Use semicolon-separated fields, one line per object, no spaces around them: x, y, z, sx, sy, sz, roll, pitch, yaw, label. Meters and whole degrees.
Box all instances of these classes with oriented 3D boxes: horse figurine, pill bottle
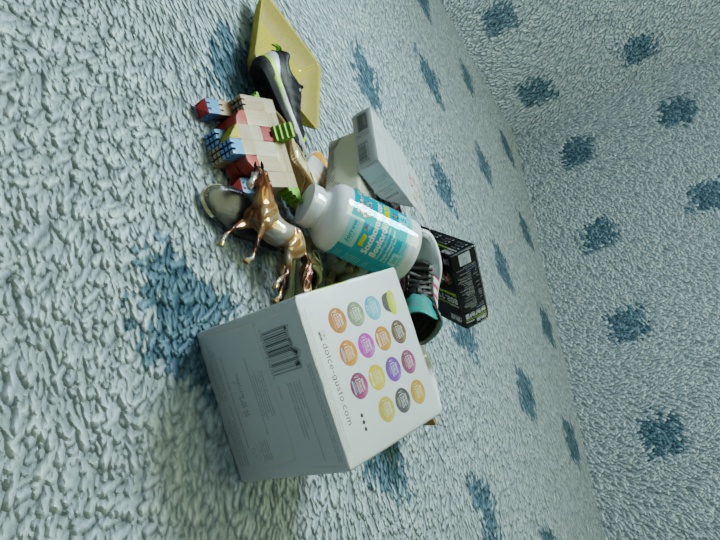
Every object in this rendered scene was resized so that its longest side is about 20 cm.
-0.126;-0.041;1.021;0.200;0.049;0.134;49;49;-34;horse figurine
-0.006;-0.068;1.133;0.198;0.111;0.112;24;44;-22;pill bottle

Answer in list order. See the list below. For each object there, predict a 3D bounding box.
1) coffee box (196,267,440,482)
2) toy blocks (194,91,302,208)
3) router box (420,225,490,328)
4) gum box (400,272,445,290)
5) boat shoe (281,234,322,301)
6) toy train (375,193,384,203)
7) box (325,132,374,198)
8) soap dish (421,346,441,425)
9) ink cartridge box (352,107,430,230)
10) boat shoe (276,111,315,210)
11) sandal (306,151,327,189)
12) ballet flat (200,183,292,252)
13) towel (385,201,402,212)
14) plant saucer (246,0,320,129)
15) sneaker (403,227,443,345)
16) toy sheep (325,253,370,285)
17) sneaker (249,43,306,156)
-0.051;0.132;0.891;0.196;0.198;0.203;-15;85;-50;coffee box
-0.178;-0.190;1.076;0.136;0.099;0.203;-8;79;-54;toy blocks
0.158;0.008;1.354;0.199;0.061;0.152;27;-42;59;router box
0.085;0.002;1.341;0.115;0.065;0.200;63;-21;9;gum box
-0.082;0.025;1.105;0.203;0.062;0.074;-82;164;-45;boat shoe
-0.004;-0.125;1.401;0.113;0.084;0.203;0;71;-55;toy train
-0.017;-0.163;1.262;0.202;0.067;0.083;-89;157;-52;box
0.078;0.175;1.287;0.159;0.080;0.201;60;9;-23;soap dish
0.057;-0.179;1.291;0.200;0.047;0.162;49;24;-40;ink cartridge box
-0.132;-0.185;1.191;0.203;0.073;0.069;64;0;6;boat shoe
-0.083;-0.182;1.293;0.080;0.058;0.208;59;26;-22;sandal
-0.170;-0.072;1.053;0.199;0.056;0.068;31;71;-48;ballet flat
0.070;-0.108;1.475;0.147;0.029;0.202;-109;-172;-50;towel
-0.150;-0.389;1.324;0.200;0.048;0.203;46;33;-43;plant saucer
0.098;0.038;1.176;0.121;0.082;0.204;-69;157;-74;sneaker
0.000;0.000;1.252;0.201;0.137;0.139;52;29;-22;toy sheep
-0.121;-0.292;1.218;0.083;0.071;0.202;-39;126;-31;sneaker
